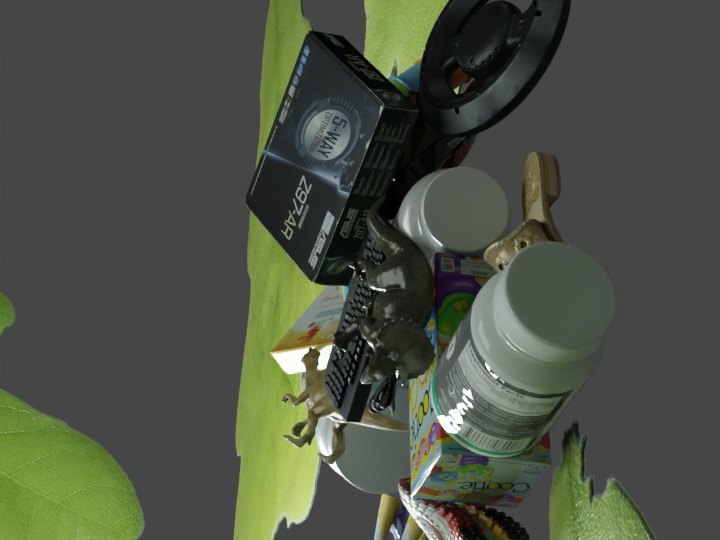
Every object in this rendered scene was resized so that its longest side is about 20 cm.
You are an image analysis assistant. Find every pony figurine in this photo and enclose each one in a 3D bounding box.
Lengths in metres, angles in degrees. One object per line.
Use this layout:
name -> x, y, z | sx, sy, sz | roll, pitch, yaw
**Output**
pony figurine -> 0.023, 0.338, 1.838 | 0.200, 0.166, 0.193 | -70, 17, -9

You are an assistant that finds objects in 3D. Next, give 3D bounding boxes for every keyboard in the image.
keyboard -> 0.012, 0.057, 1.682 | 0.127, 0.021, 0.200 | 47, 130, 48

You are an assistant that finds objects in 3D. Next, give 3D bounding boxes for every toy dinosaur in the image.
toy dinosaur -> 0.033, 0.028, 1.590 | 0.102, 0.077, 0.200 | -14, 53, 42
toy dinosaur -> -0.027, 0.140, 1.793 | 0.200, 0.058, 0.101 | 34, 94, 47

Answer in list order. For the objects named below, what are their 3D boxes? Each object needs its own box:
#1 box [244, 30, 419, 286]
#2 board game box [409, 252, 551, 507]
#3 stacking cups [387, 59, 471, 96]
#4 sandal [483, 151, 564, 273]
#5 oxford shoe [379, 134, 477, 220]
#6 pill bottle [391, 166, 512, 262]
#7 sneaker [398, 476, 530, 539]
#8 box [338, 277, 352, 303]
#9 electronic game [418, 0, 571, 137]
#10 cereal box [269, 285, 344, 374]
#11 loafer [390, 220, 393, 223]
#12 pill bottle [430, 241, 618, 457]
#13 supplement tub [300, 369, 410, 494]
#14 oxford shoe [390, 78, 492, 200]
box -> -0.032, -0.110, 1.734 | 0.160, 0.043, 0.200 | 49, 126, 44
board game box -> 0.105, 0.099, 1.603 | 0.103, 0.105, 0.200 | 116, 157, -57
stacking cups -> 0.060, -0.185, 1.831 | 0.061, 0.200, 0.061 | 43, 153, 28
sandal -> 0.142, -0.018, 1.570 | 0.078, 0.069, 0.212 | 111, 162, -52
oxford shoe -> 0.050, -0.116, 1.847 | 0.200, 0.074, 0.071 | -42, -28, -48
pill bottle -> 0.087, -0.035, 1.707 | 0.200, 0.111, 0.112 | 117, 158, -78
sneaker -> 0.087, 0.247, 1.627 | 0.200, 0.078, 0.082 | -133, 43, -61
box -> 0.000, 0.000, 1.794 | 0.082, 0.049, 0.200 | 82, 168, -62
electronic game -> 0.125, -0.218, 1.682 | 0.200, 0.042, 0.200 | -35, 40, 37
cereal box -> 0.004, 0.028, 1.941 | 0.144, 0.040, 0.200 | -14, 31, 54
loafer -> 0.046, -0.085, 1.931 | 0.200, 0.076, 0.068 | 7, 117, 52
pill bottle -> 0.134, 0.065, 1.450 | 0.200, 0.113, 0.113 | 115, 158, -58
supplement tub -> 0.015, 0.148, 1.935 | 0.200, 0.144, 0.145 | -116, 34, -71
oxford shoe -> 0.076, -0.155, 1.774 | 0.200, 0.084, 0.073 | -41, -4, -44
